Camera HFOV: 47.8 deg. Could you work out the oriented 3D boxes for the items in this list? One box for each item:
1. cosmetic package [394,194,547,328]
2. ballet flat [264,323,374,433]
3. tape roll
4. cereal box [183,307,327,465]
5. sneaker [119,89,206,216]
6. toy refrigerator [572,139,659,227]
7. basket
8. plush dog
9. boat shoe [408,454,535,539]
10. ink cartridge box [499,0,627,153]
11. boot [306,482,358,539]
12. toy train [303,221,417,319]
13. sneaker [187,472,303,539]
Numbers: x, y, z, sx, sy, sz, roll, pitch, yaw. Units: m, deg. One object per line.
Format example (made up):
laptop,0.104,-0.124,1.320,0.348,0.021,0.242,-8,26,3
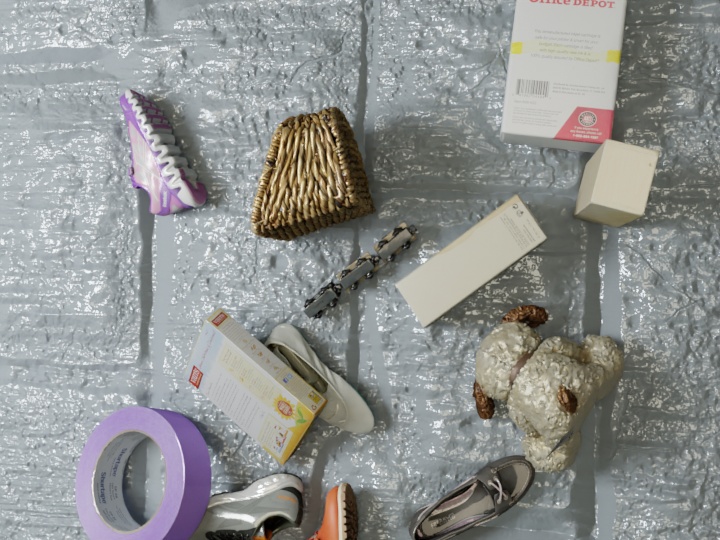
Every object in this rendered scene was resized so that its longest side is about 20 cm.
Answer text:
cosmetic package,0.149,-0.010,1.095,0.198,0.103,0.074,-35,83,6
ballet flat,-0.065,0.163,1.143,0.069,0.069,0.200,-43,82,6
tape roll,-0.309,0.298,1.152,0.196,0.065,0.205,-6,75,24
cereal box,-0.151,0.164,1.136,0.199,0.039,0.145,40,135,8
sneaker,-0.309,-0.165,1.189,0.087,0.080,0.203,-30,86,15
toy refrigerator,0.318,-0.103,1.018,0.069,0.200,0.078,15,91,8
basket,-0.075,-0.129,1.083,0.146,0.200,0.146,-16,88,9
plush dog,0.225,0.143,1.072,0.170,0.160,0.203,31,93,35
boat shoe,0.154,0.321,1.111,0.198,0.057,0.068,-32,84,8
ink cartridge box,0.269,-0.271,1.087,0.142,0.083,0.205,8,91,9
boot,-0.058,0.395,1.141,0.105,0.075,0.205,6,91,14
toy train,0.000,0.000,1.149,0.199,0.046,0.034,-38,95,10
sneaker,-0.170,0.354,1.144,0.197,0.074,0.080,-24,47,9
